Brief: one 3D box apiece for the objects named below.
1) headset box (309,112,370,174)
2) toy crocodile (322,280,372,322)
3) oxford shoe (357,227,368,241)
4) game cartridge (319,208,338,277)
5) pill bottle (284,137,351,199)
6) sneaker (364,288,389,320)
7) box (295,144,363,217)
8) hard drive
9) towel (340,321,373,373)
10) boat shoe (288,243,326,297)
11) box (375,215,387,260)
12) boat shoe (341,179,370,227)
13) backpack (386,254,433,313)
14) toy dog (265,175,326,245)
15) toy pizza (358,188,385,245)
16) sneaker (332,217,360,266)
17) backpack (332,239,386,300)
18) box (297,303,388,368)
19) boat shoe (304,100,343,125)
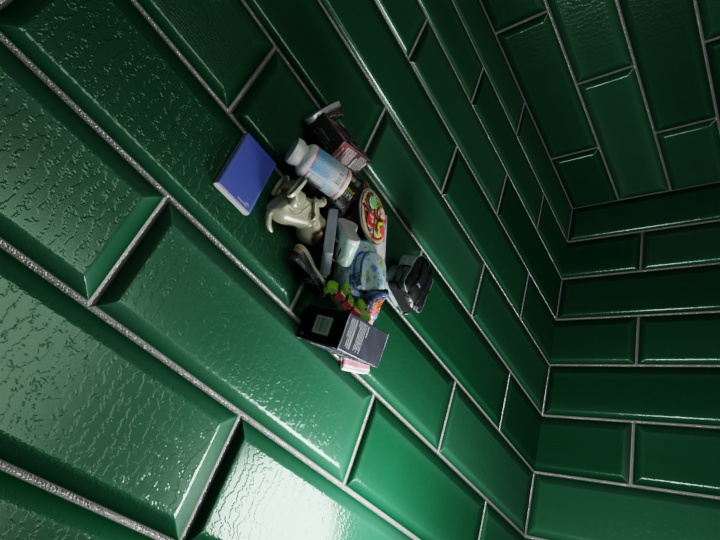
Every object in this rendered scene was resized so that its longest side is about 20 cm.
[{"bbox_3d":[-0.071,-0.423,1.735,0.150,0.077,0.199,56,20,24],"label":"headset box"},{"bbox_3d":[-0.039,0.104,1.654,0.200,0.067,0.062,48,23,-21],"label":"toy crocodile"},{"bbox_3d":[0.018,-0.186,1.881,0.058,0.074,0.204,62,35,-71],"label":"oxford shoe"},{"bbox_3d":[-0.099,-0.095,1.660,0.040,0.134,0.202,11,47,-7],"label":"game cartridge"},{"bbox_3d":[-0.132,-0.319,1.619,0.198,0.108,0.110,33,58,-23],"label":"pill bottle"},{"bbox_3d":[0.042,0.122,1.721,0.074,0.200,0.080,-4,62,-30],"label":"sneaker"},{"bbox_3d":[-0.100,-0.301,1.739,0.200,0.044,0.161,44,50,-16],"label":"box"},{"bbox_3d":[-0.330,-0.280,1.509,0.132,0.025,0.202,47,50,-36],"label":"hard drive"},{"bbox_3d":[-0.011,0.252,1.813,0.145,0.030,0.204,19,69,-47],"label":"towel"},{"bbox_3d":[-0.166,0.011,1.624,0.062,0.074,0.202,-46,130,-27],"label":"boat shoe"},{"bbox_3d":[0.051,-0.123,1.948,0.109,0.034,0.204,20,69,-48],"label":"box"},{"bbox_3d":[-0.018,-0.244,1.853,0.071,0.075,0.203,34,57,-39],"label":"boat shoe"},{"bbox_3d":[0.189,0.040,1.997,0.201,0.152,0.177,-54,127,-29],"label":"backpack"},{"bbox_3d":[-0.179,-0.163,1.592,0.200,0.138,0.196,48,59,-36],"label":"toy dog"},{"bbox_3d":[0.050,-0.190,1.836,0.199,0.031,0.204,28,59,-58],"label":"toy pizza"},{"bbox_3d":[-0.056,-0.091,1.699,0.072,0.120,0.201,16,25,-15],"label":"sneaker"},{"bbox_3d":[0.000,0.000,1.777,0.182,0.145,0.204,18,66,-51],"label":"backpack"},{"bbox_3d":[-0.054,0.202,1.621,0.199,0.195,0.119,34,72,-43],"label":"box"},{"bbox_3d":[-0.119,-0.520,1.781,0.200,0.071,0.069,-49,119,-51],"label":"boat shoe"}]
